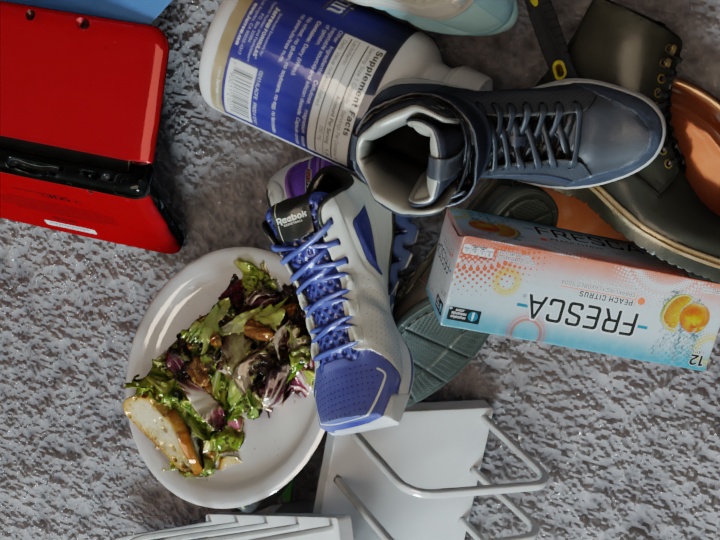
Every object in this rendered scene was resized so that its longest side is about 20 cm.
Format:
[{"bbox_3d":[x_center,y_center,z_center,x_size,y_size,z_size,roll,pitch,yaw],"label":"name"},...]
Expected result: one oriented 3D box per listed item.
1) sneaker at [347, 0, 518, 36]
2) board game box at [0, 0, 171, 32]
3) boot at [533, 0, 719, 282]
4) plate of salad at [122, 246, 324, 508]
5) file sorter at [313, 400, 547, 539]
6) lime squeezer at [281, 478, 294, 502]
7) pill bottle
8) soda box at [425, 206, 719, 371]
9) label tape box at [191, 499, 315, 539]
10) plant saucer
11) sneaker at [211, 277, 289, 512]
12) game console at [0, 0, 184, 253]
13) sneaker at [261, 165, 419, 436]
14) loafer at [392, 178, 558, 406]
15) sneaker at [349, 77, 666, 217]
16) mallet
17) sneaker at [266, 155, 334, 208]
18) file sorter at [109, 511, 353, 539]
[{"bbox_3d":[0.037,-0.206,0.960,0.074,0.082,0.200,-56,40,7],"label":"sneaker"},{"bbox_3d":[-0.216,-0.248,1.068,0.200,0.039,0.159,-36,89,39],"label":"board game box"},{"bbox_3d":[0.209,-0.093,0.920,0.199,0.077,0.139,32,108,8],"label":"boot"},{"bbox_3d":[-0.107,0.079,1.024,0.198,0.048,0.202,-8,75,29],"label":"plate of salad"},{"bbox_3d":[0.048,0.219,1.027,0.124,0.138,0.202,39,123,56],"label":"file sorter"},{"bbox_3d":[-0.030,0.109,1.111,0.071,0.038,0.200,42,113,4],"label":"lime squeezer"},{"bbox_3d":[-0.009,-0.137,0.994,0.199,0.116,0.117,26,111,11],"label":"pill bottle"},{"bbox_3d":[0.150,0.013,0.930,0.198,0.064,0.069,11,109,-11],"label":"soda box"},{"bbox_3d":[-0.100,0.286,1.168,0.198,0.063,0.146,-12,99,23],"label":"label tape box"},{"bbox_3d":[0.200,-0.047,0.989,0.198,0.032,0.202,6,106,19],"label":"plant saucer"},{"bbox_3d":[-0.101,0.098,1.098,0.081,0.073,0.202,-25,65,45],"label":"sneaker"},{"bbox_3d":[-0.239,-0.116,1.105,0.198,0.173,0.120,12,67,17],"label":"game console"},{"bbox_3d":[-0.023,0.008,0.935,0.080,0.115,0.201,-19,53,33],"label":"sneaker"},{"bbox_3d":[0.068,0.014,0.991,0.072,0.063,0.200,32,104,-30],"label":"loafer"},{"bbox_3d":[0.092,-0.077,0.847,0.200,0.146,0.078,3,106,11],"label":"sneaker"},{"bbox_3d":[0.122,-0.218,0.931,0.066,0.041,0.201,-32,69,23],"label":"mallet"},{"bbox_3d":[0.000,0.000,1.044,0.083,0.081,0.201,-28,88,3],"label":"sneaker"},{"bbox_3d":[-0.103,0.260,1.006,0.199,0.124,0.140,-13,81,55],"label":"file sorter"}]
